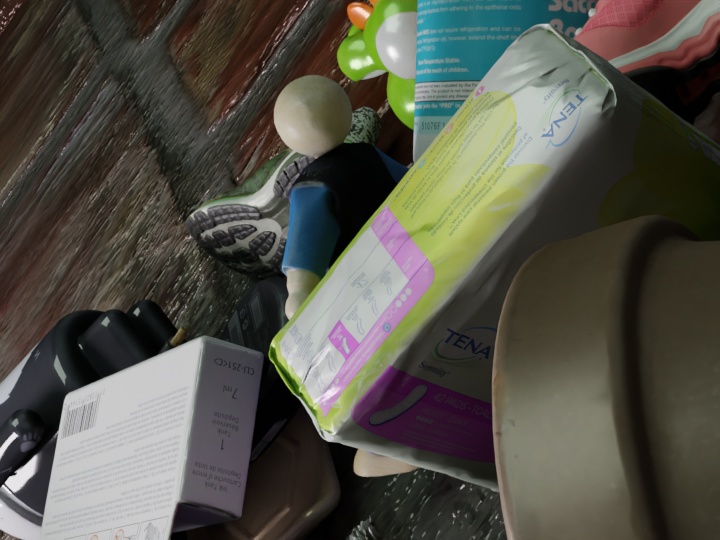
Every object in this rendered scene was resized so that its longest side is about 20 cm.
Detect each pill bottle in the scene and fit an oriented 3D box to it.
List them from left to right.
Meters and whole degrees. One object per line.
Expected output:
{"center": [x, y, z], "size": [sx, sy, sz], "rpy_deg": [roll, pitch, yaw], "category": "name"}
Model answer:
{"center": [0.084, -0.147, 0.805], "size": [0.111, 0.110, 0.203], "rpy_deg": [11, 101, 64], "category": "pill bottle"}

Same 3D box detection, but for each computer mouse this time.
{"center": [-0.081, 0.070, 0.924], "size": [0.201, 0.046, 0.141], "rpy_deg": [-58, 33, 27], "category": "computer mouse"}

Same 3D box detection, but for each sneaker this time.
{"center": [-0.047, -0.059, 1.105], "size": [0.199, 0.077, 0.089], "rpy_deg": [-23, 28, 43], "category": "sneaker"}
{"center": [0.141, -0.115, 0.742], "size": [0.199, 0.074, 0.087], "rpy_deg": [-33, 52, 3], "category": "sneaker"}

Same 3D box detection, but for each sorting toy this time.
{"center": [-0.084, 0.134, 0.950], "size": [0.185, 0.036, 0.201], "rpy_deg": [-46, 33, 23], "category": "sorting toy"}

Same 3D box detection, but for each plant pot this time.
{"center": [0.158, 0.063, 0.456], "size": [0.173, 0.200, 0.202], "rpy_deg": [-19, 41, 28], "category": "plant pot"}

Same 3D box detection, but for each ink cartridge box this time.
{"center": [-0.132, 0.143, 0.876], "size": [0.199, 0.044, 0.178], "rpy_deg": [-23, 54, 55], "category": "ink cartridge box"}

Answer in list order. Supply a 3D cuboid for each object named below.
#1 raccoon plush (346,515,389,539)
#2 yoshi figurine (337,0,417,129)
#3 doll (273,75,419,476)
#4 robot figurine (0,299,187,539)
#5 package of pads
{"center": [-0.036, 0.175, 0.658], "size": [0.198, 0.134, 0.098], "rpy_deg": [-22, 63, 9], "category": "raccoon plush"}
{"center": [0.079, -0.139, 0.953], "size": [0.199, 0.112, 0.113], "rpy_deg": [-8, 93, 42], "category": "yoshi figurine"}
{"center": [0.000, 0.000, 0.770], "size": [0.048, 0.202, 0.136], "rpy_deg": [-5, 17, 35], "category": "doll"}
{"center": [-0.207, 0.109, 1.115], "size": [0.200, 0.149, 0.125], "rpy_deg": [-44, 40, 25], "category": "robot figurine"}
{"center": [0.070, 0.001, 0.688], "size": [0.200, 0.154, 0.068], "rpy_deg": [-50, 49, 15], "category": "package of pads"}
